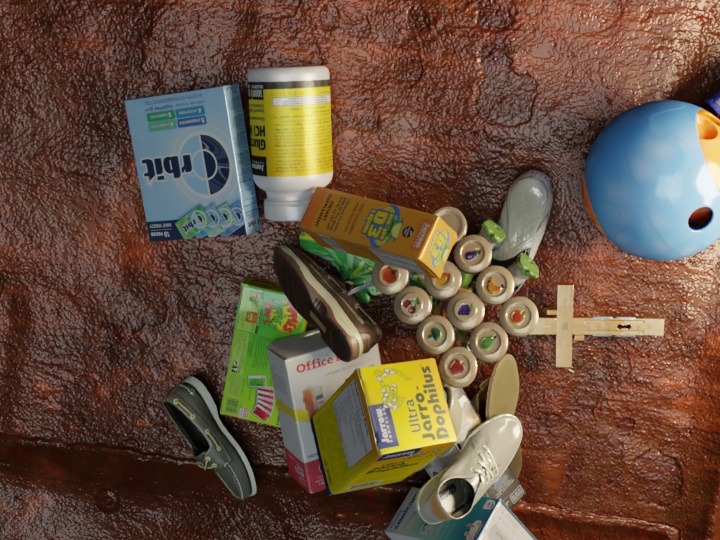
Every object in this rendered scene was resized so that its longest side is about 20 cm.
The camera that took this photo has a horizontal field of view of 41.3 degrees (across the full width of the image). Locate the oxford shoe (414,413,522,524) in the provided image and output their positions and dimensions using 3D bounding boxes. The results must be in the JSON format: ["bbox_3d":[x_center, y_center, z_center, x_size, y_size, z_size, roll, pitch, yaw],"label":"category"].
[{"bbox_3d":[0.156,0.266,1.272,0.199,0.058,0.076,-37,97,-29],"label":"oxford shoe"}]

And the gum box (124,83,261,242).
[{"bbox_3d":[-0.232,-0.146,1.326,0.168,0.044,0.203,-3,102,26],"label":"gum box"}]

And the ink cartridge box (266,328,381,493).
[{"bbox_3d":[-0.040,0.189,1.352,0.143,0.083,0.203,-15,105,-22],"label":"ink cartridge box"}]

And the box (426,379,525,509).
[{"bbox_3d":[0.135,0.255,1.363,0.060,0.116,0.201,-36,100,-31],"label":"box"}]

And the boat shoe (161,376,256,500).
[{"bbox_3d":[-0.225,0.259,1.417,0.072,0.060,0.203,-24,97,51],"label":"boat shoe"}]

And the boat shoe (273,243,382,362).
[{"bbox_3d":[-0.044,0.038,1.315,0.203,0.074,0.075,52,146,25],"label":"boat shoe"}]

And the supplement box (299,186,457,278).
[{"bbox_3d":[0.021,-0.051,1.227,0.198,0.069,0.067,16,75,33],"label":"supplement box"}]

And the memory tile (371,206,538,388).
[{"bbox_3d":[0.119,0.032,1.220,0.153,0.017,0.201,-38,73,4],"label":"memory tile"}]

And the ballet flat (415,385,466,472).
[{"bbox_3d":[0.104,0.212,1.259,0.069,0.070,0.201,29,143,-1],"label":"ballet flat"}]

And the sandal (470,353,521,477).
[{"bbox_3d":[0.184,0.212,1.378,0.069,0.077,0.214,15,124,40],"label":"sandal"}]

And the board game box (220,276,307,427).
[{"bbox_3d":[-0.138,0.120,1.398,0.100,0.048,0.203,12,103,2],"label":"board game box"}]

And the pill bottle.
[{"bbox_3d":[-0.094,-0.173,1.296,0.111,0.113,0.203,-1,102,6],"label":"pill bottle"}]

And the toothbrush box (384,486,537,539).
[{"bbox_3d":[0.152,0.389,1.336,0.147,0.199,0.086,48,60,-19],"label":"toothbrush box"}]

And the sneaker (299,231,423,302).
[{"bbox_3d":[0.000,0.000,1.344,0.198,0.074,0.084,24,100,0],"label":"sneaker"}]

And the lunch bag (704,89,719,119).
[{"bbox_3d":[0.560,-0.187,1.225,0.169,0.124,0.201,-36,105,12],"label":"lunch bag"}]

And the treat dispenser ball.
[{"bbox_3d":[0.385,-0.114,1.216,0.198,0.201,0.204,1,103,5],"label":"treat dispenser ball"}]

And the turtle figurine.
[{"bbox_3d":[0.129,0.038,1.262,0.199,0.145,0.194,19,121,-45],"label":"turtle figurine"}]

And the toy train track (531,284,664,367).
[{"bbox_3d":[0.328,0.077,1.354,0.197,0.033,0.117,1,95,0],"label":"toy train track"}]

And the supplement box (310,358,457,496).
[{"bbox_3d":[0.024,0.202,1.213,0.108,0.200,0.110,-6,67,-24],"label":"supplement box"}]

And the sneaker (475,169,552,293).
[{"bbox_3d":[0.217,-0.044,1.321,0.071,0.072,0.202,28,119,17],"label":"sneaker"}]
